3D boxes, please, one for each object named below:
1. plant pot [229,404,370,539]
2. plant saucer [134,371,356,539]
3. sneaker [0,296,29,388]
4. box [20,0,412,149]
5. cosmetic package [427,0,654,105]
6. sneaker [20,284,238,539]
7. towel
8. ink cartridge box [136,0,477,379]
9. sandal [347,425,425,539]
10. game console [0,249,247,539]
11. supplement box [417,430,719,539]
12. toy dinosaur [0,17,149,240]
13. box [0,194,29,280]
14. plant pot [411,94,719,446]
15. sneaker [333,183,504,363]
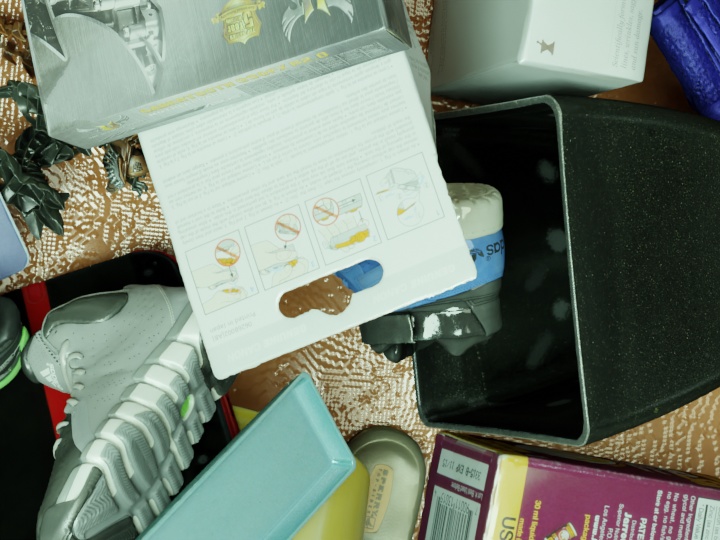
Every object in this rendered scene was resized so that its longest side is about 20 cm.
[{"bbox_3d":[-0.083,0.189,1.181,0.200,0.201,0.189,24,69,-15],"label":"plant pot"},{"bbox_3d":[-0.078,0.141,1.077,0.200,0.019,0.070,-45,119,-35],"label":"plant saucer"},{"bbox_3d":[-0.282,0.023,1.110,0.199,0.084,0.077,3,66,-20],"label":"sneaker"},{"bbox_3d":[-0.086,-0.169,1.067,0.199,0.048,0.159,-15,78,17],"label":"box"},{"bbox_3d":[0.107,-0.163,1.214,0.081,0.200,0.113,9,89,-15],"label":"cosmetic package"},{"bbox_3d":[-0.150,0.080,1.097,0.200,0.115,0.075,-57,146,-41],"label":"sneaker"},{"bbox_3d":[0.276,-0.117,1.310,0.148,0.049,0.200,-42,104,-44],"label":"towel"},{"bbox_3d":[-0.032,-0.060,1.086,0.162,0.050,0.201,-22,80,16],"label":"ink cartridge box"},{"bbox_3d":[0.002,0.199,1.267,0.080,0.054,0.201,13,88,-16],"label":"sandal"},{"bbox_3d":[-0.166,0.082,1.157,0.176,0.200,0.031,-19,139,-3],"label":"game console"},{"bbox_3d":[0.151,0.172,1.269,0.199,0.131,0.104,11,88,-16],"label":"supplement box"},{"bbox_3d":[-0.166,-0.096,1.199,0.199,0.136,0.102,14,128,15],"label":"toy dinosaur"},{"bbox_3d":[-0.306,-0.016,1.162,0.199,0.032,0.121,-24,109,-4],"label":"box"},{"bbox_3d":[0.150,-0.009,1.241,0.177,0.200,0.200,-7,93,-26],"label":"plant pot"},{"bbox_3d":[-0.001,0.000,1.210,0.077,0.199,0.112,-25,116,-53],"label":"sneaker"}]
